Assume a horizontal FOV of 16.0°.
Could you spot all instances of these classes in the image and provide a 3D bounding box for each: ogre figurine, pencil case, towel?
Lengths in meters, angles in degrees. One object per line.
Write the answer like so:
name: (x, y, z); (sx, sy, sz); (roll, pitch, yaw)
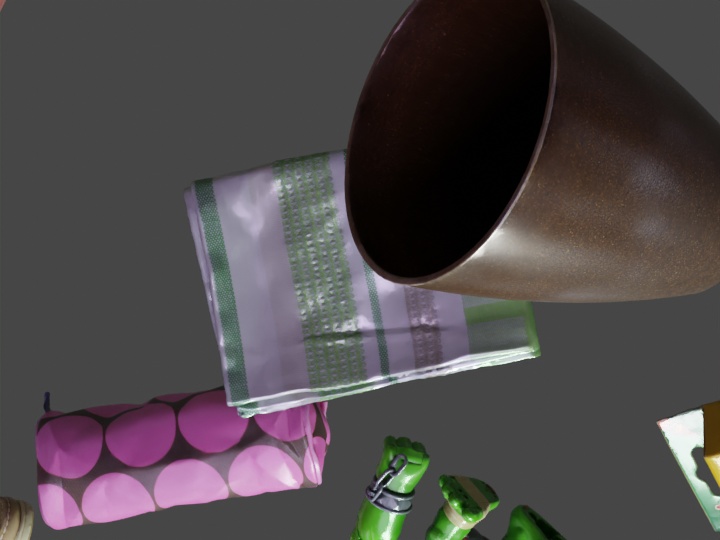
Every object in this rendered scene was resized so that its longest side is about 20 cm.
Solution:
ogre figurine: (0.069, 0.207, 1.756); (0.199, 0.098, 0.120); (26, 114, -38)
pencil case: (-0.115, 0.114, 1.686); (0.198, 0.094, 0.092); (-8, 88, 12)
towel: (0.000, 0.000, 1.548); (0.198, 0.031, 0.150); (-11, 95, 11)

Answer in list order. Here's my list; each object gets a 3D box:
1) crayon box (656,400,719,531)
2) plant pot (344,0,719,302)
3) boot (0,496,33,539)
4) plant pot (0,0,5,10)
crayon box: (0.309, 0.129, 1.687); (0.199, 0.051, 0.127); (-17, 130, 20)
plant pot: (0.124, -0.057, 1.457); (0.199, 0.188, 0.187); (18, 134, -33)
boot: (-0.340, 0.181, 1.774); (0.199, 0.073, 0.155); (-25, 130, 32)
plant pot: (-0.288, -0.143, 1.394); (0.200, 0.201, 0.196); (27, 121, -20)
